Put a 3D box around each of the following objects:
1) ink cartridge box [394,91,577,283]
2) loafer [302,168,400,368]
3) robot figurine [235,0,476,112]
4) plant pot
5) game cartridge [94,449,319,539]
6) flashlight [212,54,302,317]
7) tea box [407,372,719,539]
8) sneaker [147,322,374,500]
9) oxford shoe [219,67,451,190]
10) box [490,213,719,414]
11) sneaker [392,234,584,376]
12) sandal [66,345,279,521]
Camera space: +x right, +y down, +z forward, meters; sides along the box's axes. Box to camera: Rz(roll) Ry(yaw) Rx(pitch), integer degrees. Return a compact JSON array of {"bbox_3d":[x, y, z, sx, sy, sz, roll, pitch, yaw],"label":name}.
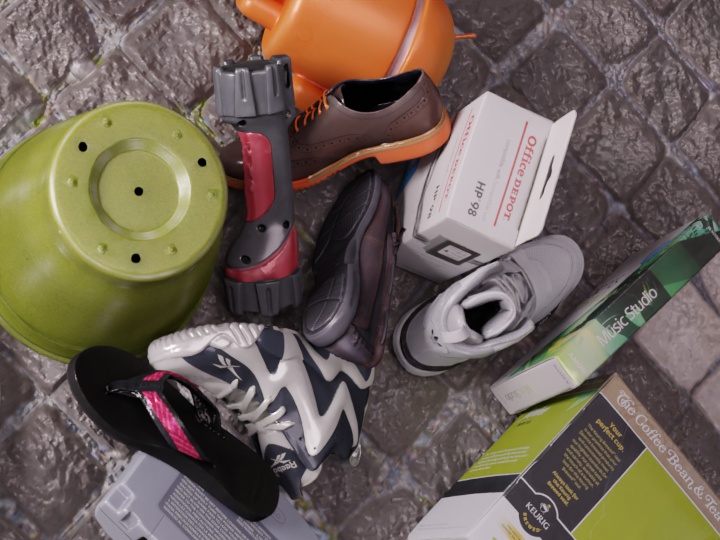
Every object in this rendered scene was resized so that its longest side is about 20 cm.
[{"bbox_3d":[0.092,-0.070,1.240,0.066,0.200,0.117,23,72,-14],"label":"ink cartridge box"},{"bbox_3d":[0.000,0.000,1.242,0.063,0.072,0.201,40,37,-23],"label":"loafer"},{"bbox_3d":[-0.006,-0.205,1.278,0.199,0.117,0.145,23,61,-14],"label":"robot figurine"},{"bbox_3d":[-0.184,-0.041,1.137,0.199,0.193,0.202,4,77,-19],"label":"plant pot"},{"bbox_3d":[-0.100,0.209,1.152,0.200,0.041,0.133,47,30,-8],"label":"game cartridge"},{"bbox_3d":[-0.086,-0.067,1.203,0.068,0.067,0.202,-44,133,-60],"label":"flashlight"},{"bbox_3d":[0.185,0.227,1.251,0.197,0.134,0.200,-42,95,-21],"label":"tea box"},{"bbox_3d":[-0.076,0.115,1.198,0.198,0.079,0.131,10,72,-39],"label":"sneaker"},{"bbox_3d":[-0.030,-0.121,1.239,0.199,0.073,0.071,-15,45,7],"label":"oxford shoe"},{"bbox_3d":[0.211,0.039,1.293,0.200,0.144,0.036,-42,90,-23],"label":"box"},{"bbox_3d":[0.128,0.023,1.281,0.199,0.115,0.075,-29,90,-23],"label":"sneaker"},{"bbox_3d":[-0.130,0.114,1.131,0.200,0.045,0.075,38,38,-20],"label":"sandal"}]
